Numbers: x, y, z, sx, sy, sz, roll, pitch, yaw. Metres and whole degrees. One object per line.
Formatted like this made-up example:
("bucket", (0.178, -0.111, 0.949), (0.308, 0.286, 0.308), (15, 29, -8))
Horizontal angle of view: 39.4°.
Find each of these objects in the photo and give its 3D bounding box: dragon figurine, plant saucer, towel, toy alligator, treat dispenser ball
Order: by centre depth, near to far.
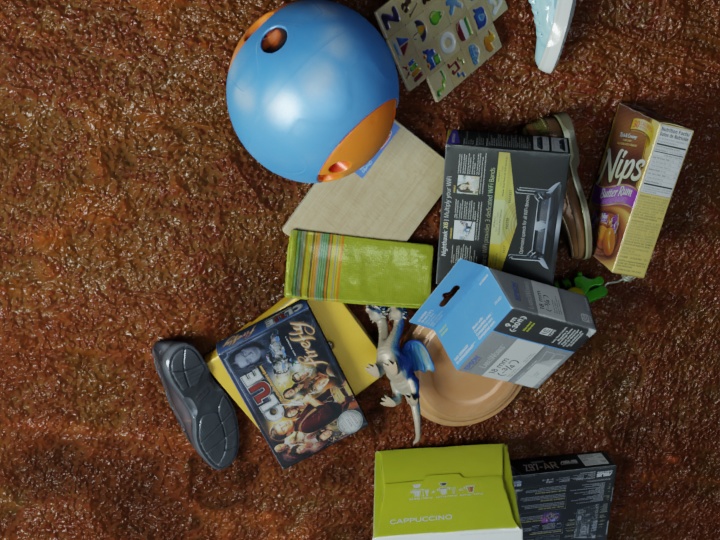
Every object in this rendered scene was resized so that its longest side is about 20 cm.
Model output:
("treat dispenser ball", (-0.053, -0.202, 1.143), (0.196, 0.201, 0.205), (-5, 113, -12))
("towel", (0.000, 0.000, 1.307), (0.196, 0.018, 0.088), (5, 90, -15))
("dragon figurine", (0.060, 0.131, 1.356), (0.058, 0.100, 0.202), (-15, 116, 34))
("toy alligator", (0.298, 0.030, 1.408), (0.198, 0.059, 0.055), (-31, 75, -1))
("plant saucer", (0.151, 0.130, 1.420), (0.196, 0.032, 0.204), (-5, 113, -12))

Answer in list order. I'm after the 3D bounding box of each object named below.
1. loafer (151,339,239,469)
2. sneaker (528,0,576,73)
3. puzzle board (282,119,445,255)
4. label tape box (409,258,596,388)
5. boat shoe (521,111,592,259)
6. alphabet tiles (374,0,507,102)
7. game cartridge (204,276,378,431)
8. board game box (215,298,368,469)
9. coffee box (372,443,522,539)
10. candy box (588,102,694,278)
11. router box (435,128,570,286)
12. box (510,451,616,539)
("loafer", (-0.219, 0.174, 1.340), (0.072, 0.062, 0.203), (-38, 124, -31))
("sneaker", (0.227, -0.349, 1.240), (0.080, 0.074, 0.204), (13, 116, 13))
("puzzle board", (0.013, -0.093, 1.306), (0.150, 0.017, 0.201), (33, 100, -22))
("label tape box", (0.183, 0.074, 1.311), (0.196, 0.064, 0.145), (15, 136, -22))
("boat shoe", (0.259, -0.106, 1.338), (0.067, 0.072, 0.204), (-16, 105, -2))
("alphabet tiles", (0.100, -0.308, 1.194), (0.200, 0.006, 0.168), (-42, 119, -28))
("game cartridge", (-0.083, 0.124, 1.363), (0.198, 0.033, 0.177), (-35, 115, 4))
("board game box", (-0.088, 0.153, 1.337), (0.134, 0.035, 0.202), (-27, 115, 0))
("coffee box", (0.121, 0.381, 1.397), (0.195, 0.201, 0.202), (-4, 113, 4))
("candy box", (0.358, -0.108, 1.331), (0.055, 0.117, 0.204), (9, 108, -17))
("router box", (0.180, -0.074, 1.293), (0.154, 0.053, 0.204), (5, 121, 5))
("box", (0.286, 0.366, 1.540), (0.196, 0.044, 0.164), (-4, 112, -12))
